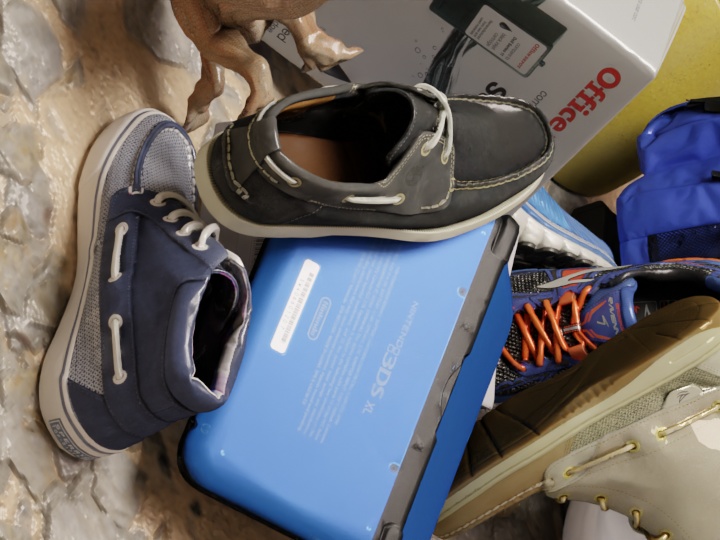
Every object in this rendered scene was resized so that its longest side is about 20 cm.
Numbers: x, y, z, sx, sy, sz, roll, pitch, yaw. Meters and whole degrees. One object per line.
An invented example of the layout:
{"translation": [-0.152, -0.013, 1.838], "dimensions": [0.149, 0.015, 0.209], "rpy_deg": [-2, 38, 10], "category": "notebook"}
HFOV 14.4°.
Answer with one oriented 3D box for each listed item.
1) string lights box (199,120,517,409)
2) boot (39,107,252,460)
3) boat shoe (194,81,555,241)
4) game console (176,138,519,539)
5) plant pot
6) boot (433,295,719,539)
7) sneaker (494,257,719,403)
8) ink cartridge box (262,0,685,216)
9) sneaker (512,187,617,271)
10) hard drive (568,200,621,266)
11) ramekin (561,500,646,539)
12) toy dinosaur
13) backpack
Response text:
{"translation": [0.000, 0.000, 1.489], "dimensions": [0.200, 0.059, 0.103], "rpy_deg": [26, 69, -49], "category": "string lights box"}
{"translation": [-0.086, -0.003, 1.349], "dimensions": [0.073, 0.090, 0.200], "rpy_deg": [42, 42, -38], "category": "boot"}
{"translation": [0.020, -0.057, 1.360], "dimensions": [0.200, 0.068, 0.072], "rpy_deg": [-6, 64, -36], "category": "boat shoe"}
{"translation": [-0.002, 0.058, 1.428], "dimensions": [0.170, 0.118, 0.200], "rpy_deg": [28, 67, -16], "category": "game console"}
{"translation": [0.180, -0.162, 1.792], "dimensions": [0.200, 0.142, 0.200], "rpy_deg": [32, 49, -46], "category": "plant pot"}
{"translation": [0.142, 0.126, 1.539], "dimensions": [0.155, 0.200, 0.072], "rpy_deg": [57, 2, -18], "category": "boot"}
{"translation": [0.130, 0.026, 1.587], "dimensions": [0.078, 0.200, 0.076], "rpy_deg": [119, -43, -84], "category": "sneaker"}
{"translation": [0.052, -0.143, 1.524], "dimensions": [0.200, 0.147, 0.083], "rpy_deg": [35, 41, -10], "category": "ink cartridge box"}
{"translation": [0.085, -0.044, 1.646], "dimensions": [0.200, 0.078, 0.089], "rpy_deg": [34, 50, -44], "category": "sneaker"}
{"translation": [0.189, 0.069, 1.786], "dimensions": [0.200, 0.033, 0.140], "rpy_deg": [44, 41, -36], "category": "hard drive"}
{"translation": [0.217, 0.143, 1.639], "dimensions": [0.201, 0.200, 0.098], "rpy_deg": [60, 17, -17], "category": "ramekin"}
{"translation": [-0.073, -0.146, 1.401], "dimensions": [0.136, 0.086, 0.200], "rpy_deg": [62, -12, -9], "category": "toy dinosaur"}
{"translation": [0.266, -0.026, 1.694], "dimensions": [0.162, 0.200, 0.168], "rpy_deg": [-5, 89, -67], "category": "backpack"}
